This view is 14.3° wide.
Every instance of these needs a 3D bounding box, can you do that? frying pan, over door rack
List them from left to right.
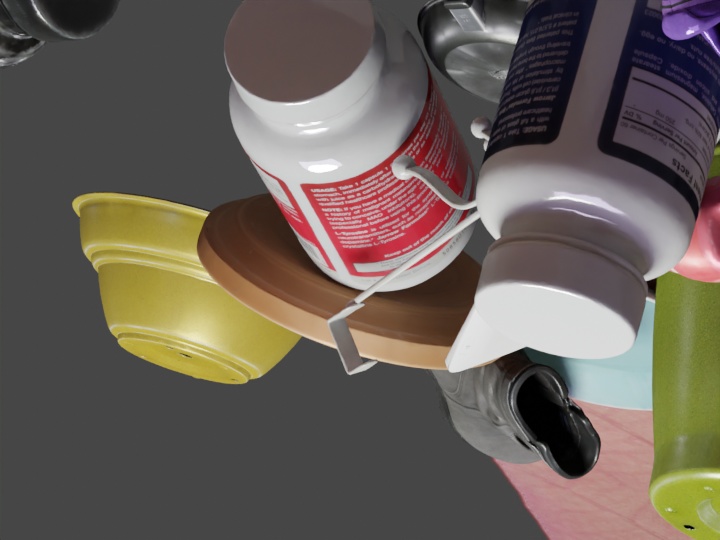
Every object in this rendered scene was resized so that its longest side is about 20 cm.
[{"bbox_3d":[0.075,-0.032,1.588,0.147,0.067,0.200,-13,154,-37],"label":"over door rack"},{"bbox_3d":[0.079,-0.133,1.532,0.114,0.031,0.190,10,159,13],"label":"frying pan"}]

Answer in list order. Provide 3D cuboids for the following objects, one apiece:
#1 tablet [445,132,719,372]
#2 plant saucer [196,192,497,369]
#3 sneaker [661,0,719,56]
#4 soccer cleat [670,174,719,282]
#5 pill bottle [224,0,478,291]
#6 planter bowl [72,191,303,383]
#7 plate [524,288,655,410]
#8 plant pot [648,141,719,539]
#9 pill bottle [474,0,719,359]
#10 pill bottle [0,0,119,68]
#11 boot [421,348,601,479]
[{"bbox_3d":[0.123,-0.011,1.589,0.130,0.014,0.200,-22,159,-23],"label":"tablet"},{"bbox_3d":[0.000,0.000,1.744,0.200,0.032,0.200,16,-161,-6],"label":"plant saucer"},{"bbox_3d":[0.212,-0.112,1.391,0.199,0.084,0.081,17,164,-35],"label":"sneaker"},{"bbox_3d":[0.234,-0.033,1.520,0.199,0.067,0.076,-13,-173,-37],"label":"soccer cleat"},{"bbox_3d":[-0.007,-0.079,1.601,0.112,0.113,0.200,8,156,20],"label":"pill bottle"},{"bbox_3d":[-0.105,0.022,1.893,0.200,0.084,0.200,16,168,3],"label":"planter bowl"},{"bbox_3d":[0.150,0.038,1.869,0.199,0.026,0.200,14,157,6],"label":"plate"},{"bbox_3d":[0.246,0.058,1.631,0.200,0.194,0.201,14,158,6],"label":"plant pot"},{"bbox_3d":[0.120,-0.063,1.435,0.111,0.201,0.111,15,157,6],"label":"pill bottle"},{"bbox_3d":[-0.230,-0.163,1.566,0.199,0.112,0.112,-1,152,34],"label":"pill bottle"},{"bbox_3d":[0.106,0.097,1.841,0.132,0.070,0.200,39,177,40],"label":"boot"}]
